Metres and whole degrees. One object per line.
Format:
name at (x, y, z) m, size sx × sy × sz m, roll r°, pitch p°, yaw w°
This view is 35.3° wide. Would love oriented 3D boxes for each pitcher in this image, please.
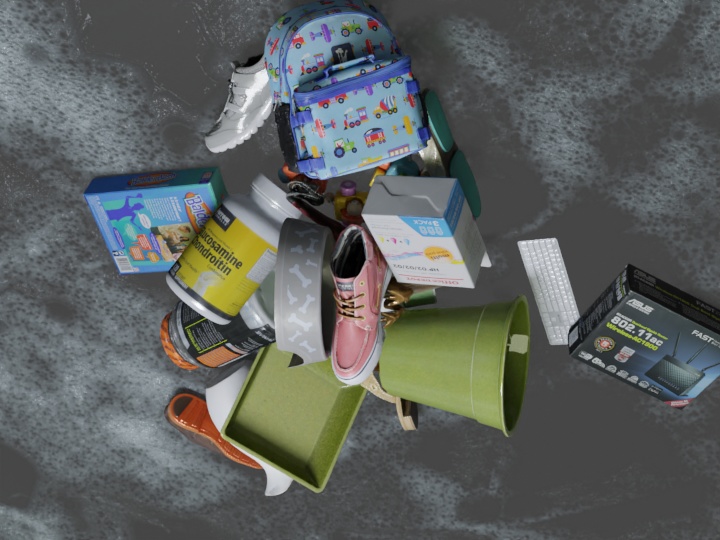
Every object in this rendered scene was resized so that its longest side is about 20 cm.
pitcher at (-0.142, 0.233, 1.823) m, size 0.200 × 0.171 × 0.121 m, roll 56°, pitch 149°, yaw -8°

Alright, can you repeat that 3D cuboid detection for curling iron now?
curling iron at (-0.027, -0.055, 1.535) m, size 0.049 × 0.026 × 0.200 m, roll -10°, pitch 138°, yaw 44°

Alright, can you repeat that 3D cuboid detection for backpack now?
backpack at (-0.019, -0.223, 1.343) m, size 0.182 × 0.135 × 0.201 m, roll -14°, pitch 101°, yaw -10°

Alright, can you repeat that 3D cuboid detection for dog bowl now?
dog bowl at (-0.069, 0.030, 1.491) m, size 0.058 × 0.200 × 0.200 m, roll 1°, pitch 131°, yaw 6°

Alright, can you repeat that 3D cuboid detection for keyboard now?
keyboard at (0.275, 0.032, 1.612) m, size 0.056 × 0.011 × 0.200 m, roll -8°, pitch 127°, yaw 20°

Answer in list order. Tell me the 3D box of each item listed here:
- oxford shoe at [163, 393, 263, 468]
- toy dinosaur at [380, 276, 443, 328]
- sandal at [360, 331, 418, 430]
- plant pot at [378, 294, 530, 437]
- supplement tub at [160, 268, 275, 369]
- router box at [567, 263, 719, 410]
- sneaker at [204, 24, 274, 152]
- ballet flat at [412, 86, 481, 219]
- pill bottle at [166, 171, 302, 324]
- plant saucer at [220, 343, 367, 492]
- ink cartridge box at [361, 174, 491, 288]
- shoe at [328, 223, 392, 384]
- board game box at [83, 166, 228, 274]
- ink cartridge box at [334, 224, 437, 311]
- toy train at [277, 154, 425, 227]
oxford shoe at (-0.243, 0.276, 1.926) m, size 0.200 × 0.071 × 0.073 m, roll 35°, pitch 149°, yaw -11°
toy dinosaur at (0.058, 0.025, 1.577) m, size 0.199 × 0.106 × 0.061 m, roll -5°, pitch 119°, yaw 8°
sandal at (0.035, 0.178, 1.753) m, size 0.069 × 0.078 × 0.212 m, roll -8°, pitch 133°, yaw 12°
plant pot at (0.131, 0.126, 1.614) m, size 0.189 × 0.200 × 0.200 m, roll 5°, pitch 131°, yaw 17°
supplement tub at (-0.197, 0.072, 1.688) m, size 0.200 × 0.123 × 0.123 m, roll -24°, pitch 121°, yaw 31°
router box at (0.416, 0.096, 1.591) m, size 0.200 × 0.062 × 0.150 m, roll 25°, pitch 129°, yaw -11°
sneaker at (-0.141, -0.234, 1.454) m, size 0.082 × 0.075 × 0.200 m, roll 41°, pitch 116°, yaw -13°
ballet flat at (0.098, -0.149, 1.472) m, size 0.062 × 0.067 × 0.200 m, roll -7°, pitch 119°, yaw 33°
pill bottle at (-0.167, -0.033, 1.553) m, size 0.112 × 0.112 × 0.200 m, roll 37°, pitch 94°, yaw -18°
plant saucer at (-0.107, 0.211, 1.750) m, size 0.200 × 0.200 × 0.048 m, roll 35°, pitch 157°, yaw -24°
ink cartridge box at (0.092, -0.038, 1.483) m, size 0.115 × 0.068 × 0.200 m, roll 5°, pitch 149°, yaw 25°
shoe at (-0.011, 0.042, 1.480) m, size 0.071 × 0.201 × 0.091 m, roll 2°, pitch 159°, yaw 27°
board game box at (-0.280, -0.070, 1.639) m, size 0.199 × 0.045 × 0.152 m, roll -3°, pitch 129°, yaw 16°
ink cartridge box at (0.000, 0.000, 1.631) m, size 0.199 × 0.048 × 0.146 m, roll -12°, pitch 128°, yaw 3°
toy train at (-0.009, -0.120, 1.522) m, size 0.200 × 0.056 × 0.150 m, roll -16°, pitch 125°, yaw 26°
